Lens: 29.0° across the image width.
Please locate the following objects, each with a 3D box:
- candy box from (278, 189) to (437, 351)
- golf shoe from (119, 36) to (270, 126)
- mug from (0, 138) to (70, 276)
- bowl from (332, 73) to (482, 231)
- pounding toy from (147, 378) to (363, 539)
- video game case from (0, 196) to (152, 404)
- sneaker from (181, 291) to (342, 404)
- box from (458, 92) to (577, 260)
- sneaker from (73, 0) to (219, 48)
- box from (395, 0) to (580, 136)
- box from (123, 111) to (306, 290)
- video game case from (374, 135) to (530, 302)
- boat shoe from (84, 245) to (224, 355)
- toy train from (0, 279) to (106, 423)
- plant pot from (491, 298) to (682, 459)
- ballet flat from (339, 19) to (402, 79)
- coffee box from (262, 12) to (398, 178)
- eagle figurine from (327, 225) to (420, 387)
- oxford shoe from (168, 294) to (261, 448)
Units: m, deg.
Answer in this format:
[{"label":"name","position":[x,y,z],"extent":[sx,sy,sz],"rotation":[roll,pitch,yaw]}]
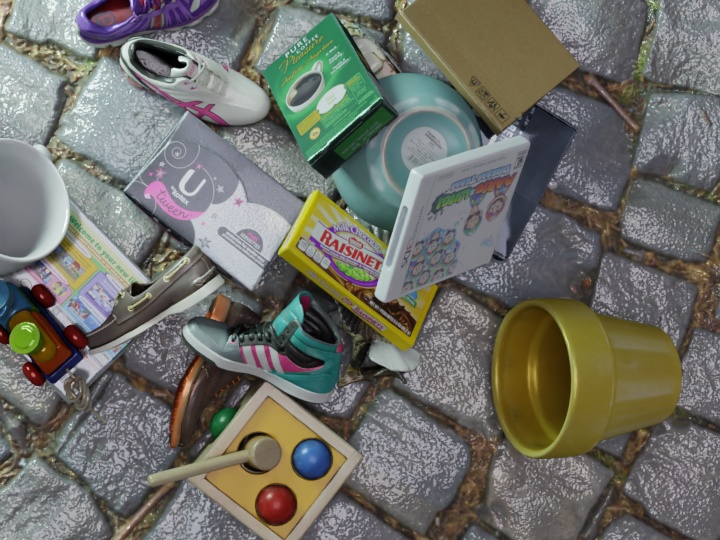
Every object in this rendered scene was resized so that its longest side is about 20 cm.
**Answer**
[{"label":"candy box","position":[0.000,0.000,1.682],"extent":[0.200,0.026,0.102],"rotation":[38,49,-16]},{"label":"golf shoe","position":[-0.206,-0.232,1.731],"extent":[0.199,0.092,0.073],"rotation":[19,86,-10]},{"label":"mug","position":[-0.440,-0.078,1.659],"extent":[0.148,0.175,0.200],"rotation":[47,50,-21]},{"label":"bowl","position":[0.069,-0.142,1.707],"extent":[0.200,0.105,0.202],"rotation":[-1,97,-12]},{"label":"pounding toy","position":[-0.131,0.239,1.719],"extent":[0.200,0.142,0.184],"rotation":[39,85,-7]},{"label":"video game case","position":[-0.369,0.034,1.742],"extent":[0.182,0.022,0.200],"rotation":[-45,96,-6]},{"label":"sneaker","position":[-0.107,0.073,1.671],"extent":[0.199,0.084,0.121],"rotation":[22,117,-7]},{"label":"box","position":[0.166,-0.136,1.808],"extent":[0.157,0.051,0.200],"rotation":[31,87,-9]},{"label":"sneaker","position":[-0.258,-0.330,1.726],"extent":[0.199,0.083,0.081],"rotation":[-26,94,-9]},{"label":"box","position":[0.167,-0.294,1.787],"extent":[0.163,0.021,0.200],"rotation":[-40,88,-26]},{"label":"box","position":[-0.178,-0.083,1.723],"extent":[0.200,0.115,0.132],"rotation":[38,85,-7]},{"label":"video game case","position":[0.112,-0.063,1.672],"extent":[0.200,0.024,0.183],"rotation":[-20,137,-42]},{"label":"boat shoe","position":[-0.260,0.038,1.689],"extent":[0.200,0.072,0.060],"rotation":[-29,99,20]},{"label":"toy train","position":[-0.374,0.095,1.645],"extent":[0.085,0.116,0.200],"rotation":[-41,73,-3]},{"label":"plant pot","position":[0.294,0.134,1.768],"extent":[0.188,0.201,0.202],"rotation":[-1,90,-25]},{"label":"ballet flat","position":[0.029,-0.244,1.778],"extent":[0.072,0.072,0.200],"rotation":[-40,96,-6]},{"label":"coffee box","position":[-0.039,-0.217,1.699],"extent":[0.123,0.200,0.044],"rotation":[-40,134,12]},{"label":"eagle figurine","position":[0.003,0.043,1.749],"extent":[0.150,0.152,0.201],"rotation":[-3,96,12]},{"label":"oxford shoe","position":[-0.185,0.135,1.748],"extent":[0.073,0.071,0.201],"rotation":[23,86,-12]}]
